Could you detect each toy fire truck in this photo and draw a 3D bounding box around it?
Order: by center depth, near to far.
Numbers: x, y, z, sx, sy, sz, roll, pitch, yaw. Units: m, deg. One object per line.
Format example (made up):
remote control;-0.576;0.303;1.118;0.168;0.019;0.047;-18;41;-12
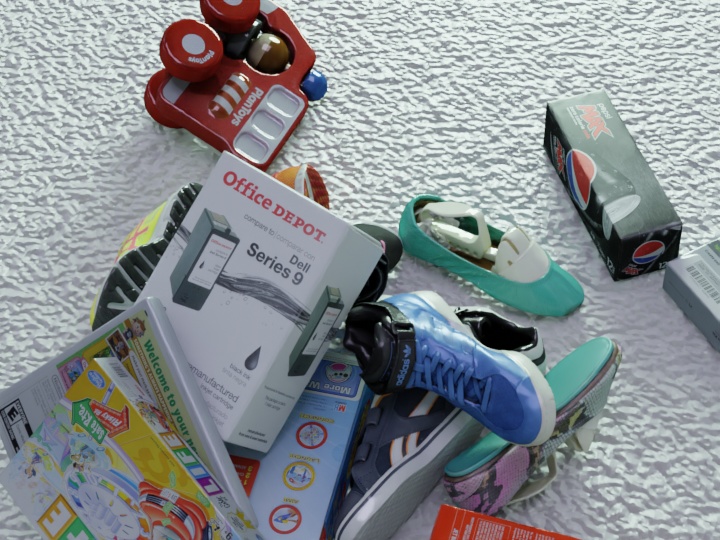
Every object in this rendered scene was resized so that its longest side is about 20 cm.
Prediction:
toy fire truck;-0.127;-0.208;1.475;0.167;0.112;0.201;34;56;-1

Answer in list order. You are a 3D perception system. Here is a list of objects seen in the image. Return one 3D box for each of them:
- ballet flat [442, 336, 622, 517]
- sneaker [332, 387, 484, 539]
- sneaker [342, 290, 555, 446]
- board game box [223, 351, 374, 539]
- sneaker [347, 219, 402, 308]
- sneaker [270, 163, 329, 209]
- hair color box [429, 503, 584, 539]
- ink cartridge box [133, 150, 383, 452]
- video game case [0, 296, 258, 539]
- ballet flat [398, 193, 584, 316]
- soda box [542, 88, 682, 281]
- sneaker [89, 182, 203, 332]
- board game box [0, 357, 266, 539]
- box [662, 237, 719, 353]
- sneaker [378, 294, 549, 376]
ballet flat;0.156;0.142;1.176;0.199;0.072;0.069;-39;18;-18
sneaker;0.026;0.159;1.161;0.079;0.079;0.200;32;46;21
sneaker;0.062;0.084;1.124;0.110;0.078;0.200;-7;35;-37
board game box;-0.104;0.153;1.185;0.197;0.056;0.198;10;51;11
sneaker;0.000;0.000;1.252;0.098;0.072;0.199;17;15;36
sneaker;-0.072;-0.011;1.328;0.076;0.073;0.202;-18;46;24
hair color box;0.148;0.253;1.058;0.197;0.102;0.062;13;51;12
ink cartridge box;-0.096;0.024;1.141;0.145;0.084;0.202;30;89;26
video game case;-0.194;0.153;1.100;0.181;0.022;0.202;-31;76;19
ballet flat;0.122;-0.019;1.311;0.198;0.071;0.068;24;54;21
soda box;0.247;-0.088;1.369;0.070;0.064;0.202;-13;50;-9
sneaker;-0.203;0.004;1.305;0.090;0.078;0.201;-25;23;40
board game box;-0.177;0.186;1.061;0.200;0.034;0.135;46;105;18
box;0.409;0.017;1.287;0.198;0.041;0.156;-24;53;-16
sneaker;0.082;0.054;1.246;0.197;0.081;0.074;16;54;18
